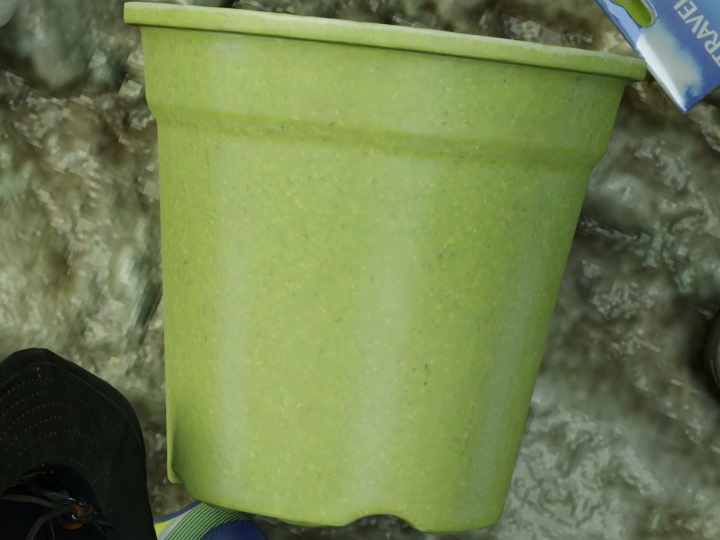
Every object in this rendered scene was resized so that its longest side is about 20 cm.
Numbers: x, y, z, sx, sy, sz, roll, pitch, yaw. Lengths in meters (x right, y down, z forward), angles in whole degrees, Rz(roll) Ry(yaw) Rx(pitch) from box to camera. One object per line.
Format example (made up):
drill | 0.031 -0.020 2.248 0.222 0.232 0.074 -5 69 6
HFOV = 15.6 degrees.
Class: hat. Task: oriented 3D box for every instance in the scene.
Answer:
hat | -0.135 0.128 0.917 0.081 0.201 0.201 -4 83 20

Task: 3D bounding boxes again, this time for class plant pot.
plant pot | 0.000 0.000 1.006 0.200 0.200 0.185 5 94 -13

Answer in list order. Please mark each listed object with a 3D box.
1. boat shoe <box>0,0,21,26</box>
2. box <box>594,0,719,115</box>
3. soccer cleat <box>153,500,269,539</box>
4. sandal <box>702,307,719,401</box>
boat shoe | -0.234 -0.104 1.013 0.200 0.093 0.075 11 38 -36
box | 0.167 -0.168 1.124 0.200 0.048 0.122 -40 92 -14
soccer cleat | -0.126 0.146 1.021 0.200 0.065 0.084 -22 59 -11
sandal | 0.241 0.057 1.110 0.200 0.055 0.082 28 78 -9
